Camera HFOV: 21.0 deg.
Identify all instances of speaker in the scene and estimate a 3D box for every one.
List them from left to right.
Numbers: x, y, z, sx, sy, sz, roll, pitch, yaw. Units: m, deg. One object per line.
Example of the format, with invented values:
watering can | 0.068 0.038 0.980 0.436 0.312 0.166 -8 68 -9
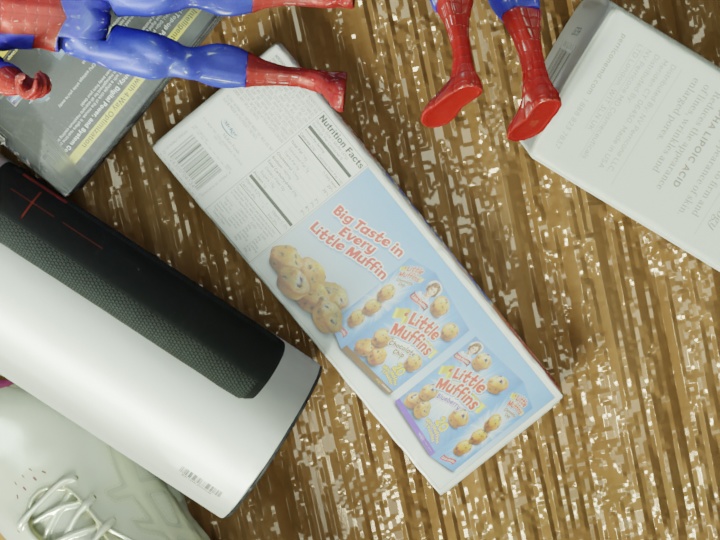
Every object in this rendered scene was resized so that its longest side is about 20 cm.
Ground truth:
speaker | -0.120 0.020 0.829 0.200 0.081 0.081 34 97 -4

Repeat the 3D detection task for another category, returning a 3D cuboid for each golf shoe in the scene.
golf shoe | -0.101 0.126 0.840 0.200 0.092 0.075 43 98 -5

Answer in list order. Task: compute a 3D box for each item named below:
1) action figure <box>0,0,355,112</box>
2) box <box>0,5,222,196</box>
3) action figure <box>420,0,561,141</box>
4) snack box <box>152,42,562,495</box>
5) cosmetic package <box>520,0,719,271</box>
action figure | -0.103 -0.098 0.758 0.199 0.099 0.066 5 99 0
box | -0.120 -0.158 0.817 0.161 0.049 0.200 39 96 -4
action figure | 0.034 -0.148 0.782 0.065 0.052 0.201 4 64 -26
snack box | 0.000 0.000 0.853 0.072 0.024 0.200 -39 97 5
cosmetic package | 0.166 -0.033 0.811 0.199 0.102 0.074 29 99 -5
